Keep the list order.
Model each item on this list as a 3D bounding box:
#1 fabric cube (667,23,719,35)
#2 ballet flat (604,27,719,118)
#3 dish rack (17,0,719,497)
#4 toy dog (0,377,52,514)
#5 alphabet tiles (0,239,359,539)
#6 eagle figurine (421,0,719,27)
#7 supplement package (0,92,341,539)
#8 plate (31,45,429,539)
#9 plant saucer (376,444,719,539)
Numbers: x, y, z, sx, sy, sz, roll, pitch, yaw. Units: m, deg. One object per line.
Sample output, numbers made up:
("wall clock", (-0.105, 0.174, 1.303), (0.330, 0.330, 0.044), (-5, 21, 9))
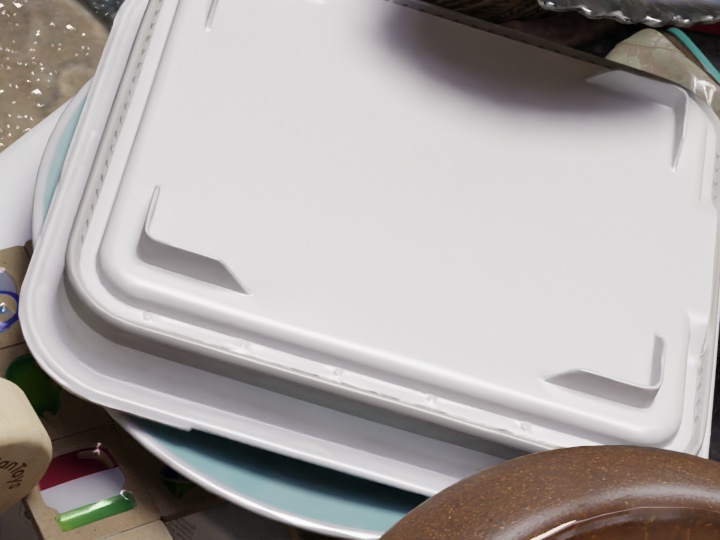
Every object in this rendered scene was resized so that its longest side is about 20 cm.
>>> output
("fabric cube", (0.109, -0.237, 0.883), (0.195, 0.200, 0.200), (10, 70, -11))
("ballet flat", (0.159, -0.013, 0.855), (0.062, 0.067, 0.200), (-39, 64, -8))
("dish rack", (0.016, -0.019, 0.627), (0.199, 0.044, 0.172), (17, 49, -5))
("toy dog", (-0.176, 0.057, 0.583), (0.132, 0.200, 0.096), (37, 6, 32))
("alphabet tiles", (-0.006, 0.041, 0.638), (0.199, 0.008, 0.167), (-16, 59, -27))
("eagle figurine", (0.093, -0.128, 0.702), (0.200, 0.152, 0.151), (-41, 63, -12))
("supplement package", (-0.036, 0.043, 0.703), (0.200, 0.111, 0.156), (37, 51, 12))
("plate", (0.000, 0.000, 0.651), (0.199, 0.026, 0.201), (8, 52, -10))
("plant saucer", (0.077, 0.134, 0.528), (0.199, 0.035, 0.201), (6, 66, -14))
